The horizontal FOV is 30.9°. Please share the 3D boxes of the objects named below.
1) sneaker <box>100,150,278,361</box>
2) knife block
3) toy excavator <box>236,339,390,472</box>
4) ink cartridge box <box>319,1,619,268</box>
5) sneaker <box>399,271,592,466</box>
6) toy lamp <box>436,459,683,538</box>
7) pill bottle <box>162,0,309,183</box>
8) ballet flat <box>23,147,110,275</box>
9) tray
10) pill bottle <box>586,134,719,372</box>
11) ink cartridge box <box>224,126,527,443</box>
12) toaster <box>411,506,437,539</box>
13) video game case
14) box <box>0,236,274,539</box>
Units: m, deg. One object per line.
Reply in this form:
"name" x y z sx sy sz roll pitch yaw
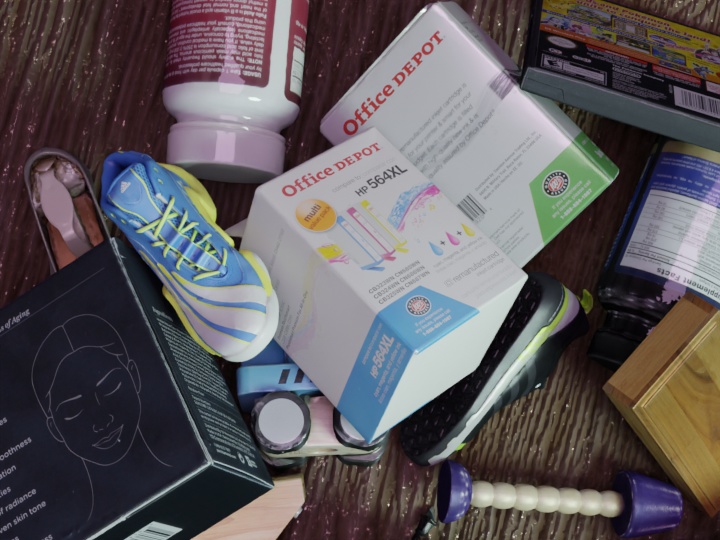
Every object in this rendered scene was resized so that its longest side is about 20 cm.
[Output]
"sneaker" -0.137 -0.016 0.947 0.076 0.105 0.200 -47 50 9
"knife block" -0.164 0.203 1.057 0.175 0.064 0.200 38 85 1
"toy excavator" -0.068 0.059 1.071 0.193 0.100 0.201 -2 71 -1
"ink cartridge box" 0.089 -0.100 1.061 0.200 0.084 0.146 47 110 3
"sneaker" 0.119 0.093 1.073 0.083 0.072 0.200 32 104 -35
"toy lamp" 0.165 0.187 1.067 0.199 0.058 0.059 7 85 -9
"pill bottle" -0.102 -0.178 1.070 0.114 0.114 0.201 5 84 -1
"ballet flat" -0.230 -0.007 1.075 0.067 0.064 0.201 -21 86 -4
"tray" 0.269 0.111 1.028 0.099 0.200 0.037 -47 44 -5
"pill bottle" 0.261 -0.006 1.068 0.111 0.112 0.201 23 85 0
"ink cartridge box" 0.000 0.000 0.995 0.128 0.125 0.200 -31 67 -35
"toaster" 0.053 0.306 1.001 0.118 0.181 0.200 34 85 -2
"video game case" 0.232 -0.165 1.061 0.199 0.181 0.026 17 125 0
"box" -0.204 0.119 0.972 0.200 0.124 0.197 -32 66 7
